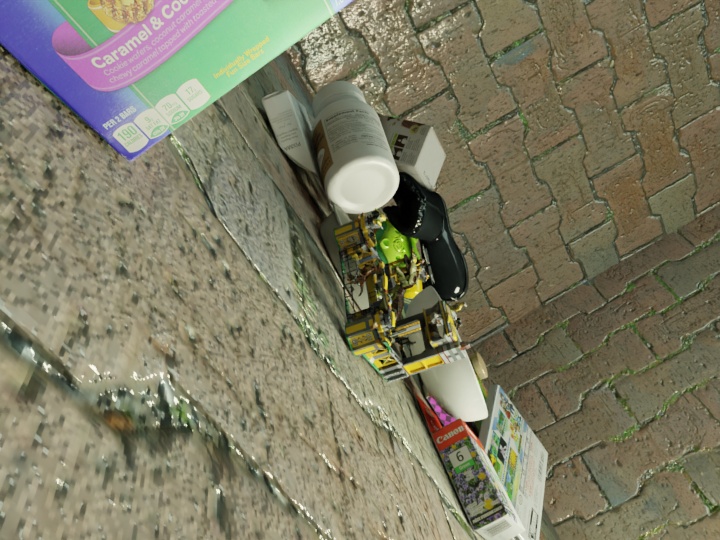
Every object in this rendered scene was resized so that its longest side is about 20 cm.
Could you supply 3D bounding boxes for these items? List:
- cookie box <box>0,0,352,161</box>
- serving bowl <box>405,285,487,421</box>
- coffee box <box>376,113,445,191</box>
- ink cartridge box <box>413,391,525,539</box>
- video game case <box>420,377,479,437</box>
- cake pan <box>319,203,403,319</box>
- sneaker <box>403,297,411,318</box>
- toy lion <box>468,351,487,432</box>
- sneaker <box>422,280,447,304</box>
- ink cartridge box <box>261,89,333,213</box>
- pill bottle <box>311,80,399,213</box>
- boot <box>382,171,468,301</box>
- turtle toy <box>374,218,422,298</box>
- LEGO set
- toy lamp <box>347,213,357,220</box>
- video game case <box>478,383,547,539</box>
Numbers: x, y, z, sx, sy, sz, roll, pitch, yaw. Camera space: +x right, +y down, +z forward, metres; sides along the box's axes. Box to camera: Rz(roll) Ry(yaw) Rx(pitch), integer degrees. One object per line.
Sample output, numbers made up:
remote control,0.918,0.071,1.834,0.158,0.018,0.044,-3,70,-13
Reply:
cookie box,-0.106,-0.176,0.277,0.200,0.170,0.076,51,7,-51
serving bowl,0.111,0.127,0.911,0.200,0.065,0.202,-23,91,-89
coffee box,0.036,-0.215,1.118,0.198,0.081,0.113,19,-9,24
ink cartridge box,0.144,0.255,0.857,0.109,0.050,0.201,52,11,-50
video game case,0.160,0.245,1.092,0.201,0.036,0.182,59,7,-16
cake pan,0.000,0.000,0.915,0.202,0.036,0.200,59,6,-10
sneaker,0.112,0.084,1.245,0.202,0.076,0.076,65,6,24
toy lion,0.232,0.276,1.129,0.201,0.068,0.193,56,16,-31
sneaker,0.153,0.111,1.349,0.202,0.098,0.071,63,5,15
ink cartridge box,-0.090,-0.177,1.028,0.163,0.056,0.203,-50,124,-83
pill bottle,-0.017,-0.197,0.990,0.115,0.113,0.202,52,18,-51
boot,0.105,-0.049,1.033,0.168,0.076,0.203,9,67,-63
turtle toy,0.057,-0.021,1.154,0.200,0.100,0.148,43,44,-67
LEGO set,0.052,0.022,0.718,0.202,0.114,0.154,-95,160,-45
toy lamp,-0.018,-0.118,1.212,0.201,0.058,0.058,56,8,-31
video game case,0.245,0.319,1.030,0.183,0.022,0.201,52,38,-21
